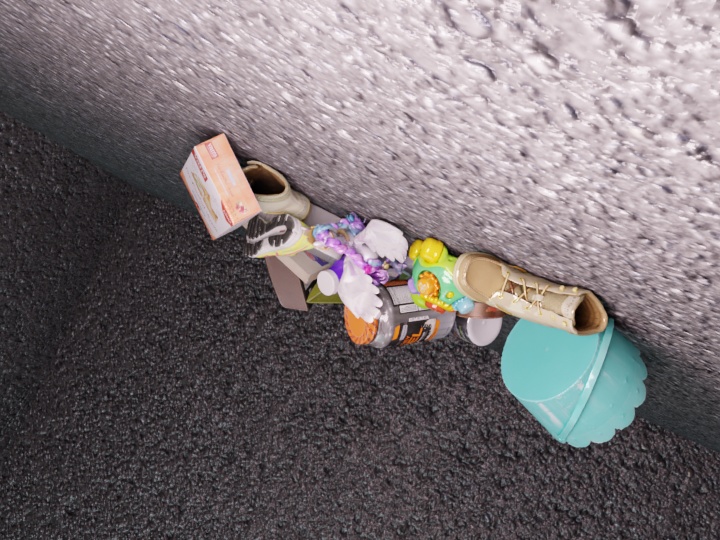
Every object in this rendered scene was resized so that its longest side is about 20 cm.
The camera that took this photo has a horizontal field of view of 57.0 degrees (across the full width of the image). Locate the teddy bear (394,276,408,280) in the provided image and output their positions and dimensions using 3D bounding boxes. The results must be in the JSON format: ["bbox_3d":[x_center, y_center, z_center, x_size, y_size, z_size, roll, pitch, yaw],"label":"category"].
[{"bbox_3d":[0.114,0.056,1.452,0.199,0.066,0.147,25,-145,-52],"label":"teddy bear"}]

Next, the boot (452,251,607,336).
[{"bbox_3d":[0.240,0.035,0.943,0.198,0.074,0.155,26,176,-31],"label":"boot"}]

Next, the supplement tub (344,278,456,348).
[{"bbox_3d":[0.075,0.080,1.273,0.196,0.126,0.122,-6,-169,-30],"label":"supplement tub"}]

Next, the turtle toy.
[{"bbox_3d":[0.139,0.020,1.138,0.144,0.103,0.200,25,175,-9],"label":"turtle toy"}]

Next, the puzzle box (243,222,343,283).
[{"bbox_3d":[-0.142,-0.062,1.424,0.199,0.026,0.132,42,-145,17],"label":"puzzle box"}]

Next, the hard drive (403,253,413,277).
[{"bbox_3d":[0.124,-0.004,1.420,0.130,0.026,0.199,28,175,-28],"label":"hard drive"}]

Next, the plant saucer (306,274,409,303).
[{"bbox_3d":[-0.005,0.021,1.576,0.197,0.049,0.199,2,156,-37],"label":"plant saucer"}]

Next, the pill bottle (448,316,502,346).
[{"bbox_3d":[0.226,0.100,1.534,0.105,0.108,0.199,27,175,-31],"label":"pill bottle"}]

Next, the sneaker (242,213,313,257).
[{"bbox_3d":[-0.152,-0.056,1.248,0.089,0.080,0.198,15,173,-38],"label":"sneaker"}]

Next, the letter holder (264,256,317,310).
[{"bbox_3d":[-0.186,-0.019,1.608,0.139,0.101,0.203,5,127,24],"label":"letter holder"}]

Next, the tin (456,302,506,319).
[{"bbox_3d":[0.217,0.064,1.361,0.110,0.043,0.199,-7,-170,-24],"label":"tin"}]

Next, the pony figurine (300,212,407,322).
[{"bbox_3d":[0.005,-0.027,1.169,0.192,0.169,0.199,35,-164,23],"label":"pony figurine"}]

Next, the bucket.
[{"bbox_3d":[0.330,0.154,1.042,0.134,0.210,0.206,36,170,-29],"label":"bucket"}]

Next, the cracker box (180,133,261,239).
[{"bbox_3d":[-0.241,-0.134,1.120,0.136,0.057,0.199,64,158,-5],"label":"cracker box"}]

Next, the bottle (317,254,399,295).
[{"bbox_3d":[0.000,0.000,1.303,0.083,0.066,0.198,31,-146,31],"label":"bottle"}]

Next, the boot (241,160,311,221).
[{"bbox_3d":[-0.197,-0.152,1.192,0.196,0.074,0.155,19,175,14],"label":"boot"}]

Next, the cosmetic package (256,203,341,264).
[{"bbox_3d":[-0.117,-0.092,1.348,0.197,0.091,0.107,28,172,-2],"label":"cosmetic package"}]
